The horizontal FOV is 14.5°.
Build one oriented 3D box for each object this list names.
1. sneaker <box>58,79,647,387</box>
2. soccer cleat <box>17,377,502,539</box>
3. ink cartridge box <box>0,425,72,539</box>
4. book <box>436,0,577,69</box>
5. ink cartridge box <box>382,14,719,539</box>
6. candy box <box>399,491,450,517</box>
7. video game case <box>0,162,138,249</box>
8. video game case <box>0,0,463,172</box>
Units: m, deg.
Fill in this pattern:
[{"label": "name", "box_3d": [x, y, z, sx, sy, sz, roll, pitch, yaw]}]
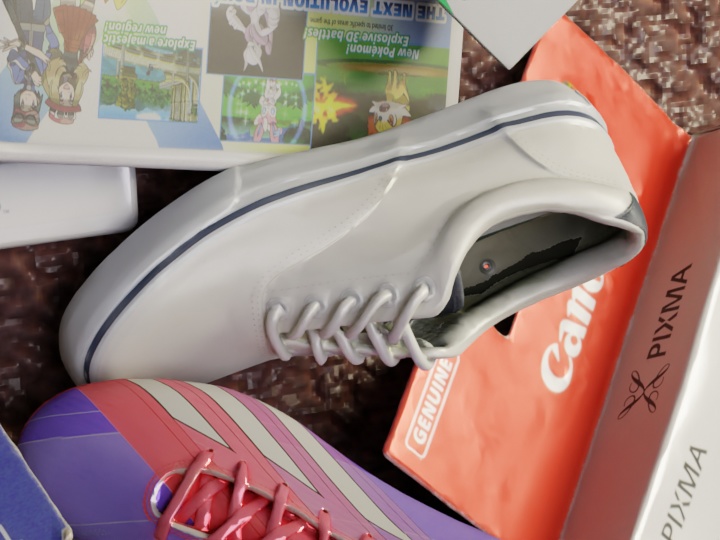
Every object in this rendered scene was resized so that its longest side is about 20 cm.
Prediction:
[{"label": "sneaker", "box_3d": [0.000, 0.000, 0.922, 0.199, 0.071, 0.073, -25, 139, -9]}, {"label": "soccer cleat", "box_3d": [-0.014, 0.090, 0.885, 0.199, 0.076, 0.067, 26, 96, -7]}, {"label": "ink cartridge box", "box_3d": [-0.211, 0.038, 0.760, 0.196, 0.043, 0.200, -33, 75, -16]}, {"label": "book", "box_3d": [0.070, -0.183, 0.913, 0.200, 0.048, 0.134, -46, 120, 5]}, {"label": "ink cartridge box", "box_3d": [0.108, 0.027, 1.004, 0.173, 0.043, 0.200, 40, 56, -31]}, {"label": "candy box", "box_3d": [-0.003, 0.182, 0.978, 0.136, 0.061, 0.201, 29, 80, -32]}, {"label": "video game case", "box_3d": [-0.157, -0.100, 0.865, 0.182, 0.024, 0.201, -9, 101, -32]}, {"label": "video game case", "box_3d": [-0.041, -0.124, 0.919, 0.200, 0.022, 0.183, 1, 95, -42]}]
